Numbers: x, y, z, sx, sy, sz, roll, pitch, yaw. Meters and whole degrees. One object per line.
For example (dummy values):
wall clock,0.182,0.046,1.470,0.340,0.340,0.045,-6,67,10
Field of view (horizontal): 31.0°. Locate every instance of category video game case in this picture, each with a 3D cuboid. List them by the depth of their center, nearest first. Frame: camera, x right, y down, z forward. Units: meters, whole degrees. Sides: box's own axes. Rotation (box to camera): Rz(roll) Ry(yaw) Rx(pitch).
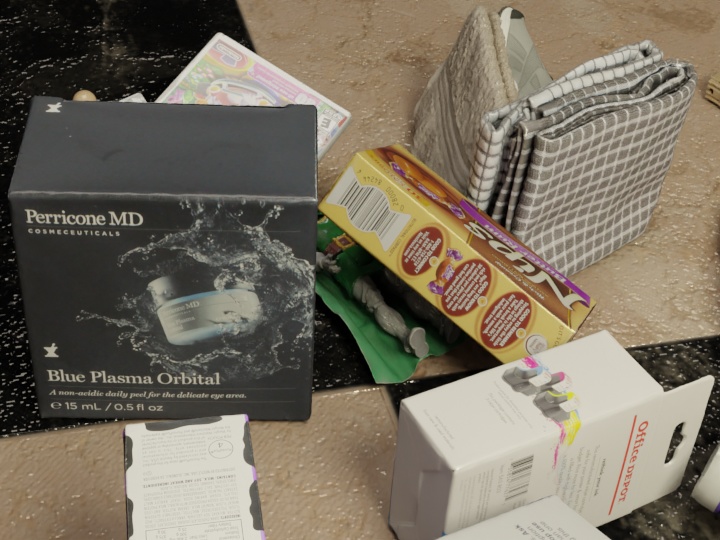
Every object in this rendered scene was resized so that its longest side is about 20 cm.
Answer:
video game case,-0.119,-0.096,1.079,0.143,0.018,0.200,32,64,9

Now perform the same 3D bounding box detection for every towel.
towel,0.176,-0.079,1.046,0.199,0.167,0.086,-27,54,-32
towel,0.089,-0.134,1.130,0.034,0.133,0.201,19,35,-18

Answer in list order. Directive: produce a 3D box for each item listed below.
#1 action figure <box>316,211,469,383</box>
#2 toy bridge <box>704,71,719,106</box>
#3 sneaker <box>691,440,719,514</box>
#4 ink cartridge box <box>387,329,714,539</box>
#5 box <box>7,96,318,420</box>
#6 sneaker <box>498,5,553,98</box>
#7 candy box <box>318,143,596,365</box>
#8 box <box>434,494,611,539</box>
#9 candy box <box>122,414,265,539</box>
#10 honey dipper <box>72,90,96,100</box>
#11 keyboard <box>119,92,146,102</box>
action figure,0.000,0.000,1.021,0.117,0.055,0.200,-22,43,-30
toy bridge,0.414,-0.134,1.243,0.067,0.027,0.200,-29,50,-31
sneaker,0.321,0.131,0.877,0.146,0.081,0.200,30,42,17
ink cartridge box,0.122,0.115,0.838,0.198,0.116,0.068,-16,43,-24
box,-0.128,-0.005,0.895,0.195,0.201,0.118,1,39,-4
sneaker,0.152,-0.179,1.249,0.079,0.074,0.201,11,45,-6
candy box,0.074,-0.009,0.949,0.200,0.057,0.117,39,17,9
box,0.097,0.227,0.659,0.184,0.106,0.199,36,26,33
candy box,-0.078,0.206,0.664,0.071,0.169,0.201,-5,40,-9
honey dipper,-0.202,-0.109,1.144,0.038,0.038,0.200,-23,47,-29
keyboard,-0.155,-0.059,1.042,0.056,0.011,0.201,-29,69,-14
